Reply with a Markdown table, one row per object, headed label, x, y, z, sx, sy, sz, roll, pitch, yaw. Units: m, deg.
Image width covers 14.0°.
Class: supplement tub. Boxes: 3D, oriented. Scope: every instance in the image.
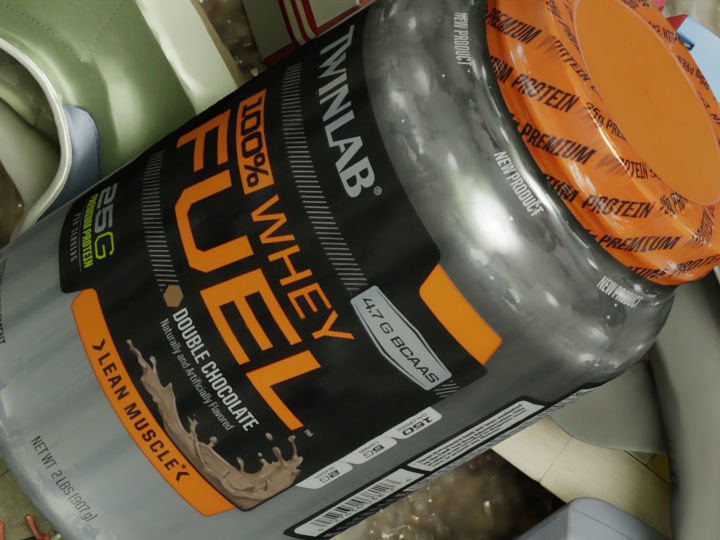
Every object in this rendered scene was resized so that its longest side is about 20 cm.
| label | x | y | z | sx | sy | sz | roll | pitch | yaw |
| --- | --- | --- | --- | --- | --- | --- | --- | --- | --- |
| supplement tub | 0.000 | 0.000 | 0.813 | 0.200 | 0.123 | 0.123 | -32 | 99 | 25 |

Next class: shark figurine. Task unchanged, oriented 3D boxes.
| label | x | y | z | sx | sy | sz | roll | pitch | yaw |
| --- | --- | --- | --- | --- | --- | --- | --- | --- | --- |
| shark figurine | 0.080 | -0.001 | 0.883 | 0.128 | 0.090 | 0.215 | -40 | 72 | -9 |

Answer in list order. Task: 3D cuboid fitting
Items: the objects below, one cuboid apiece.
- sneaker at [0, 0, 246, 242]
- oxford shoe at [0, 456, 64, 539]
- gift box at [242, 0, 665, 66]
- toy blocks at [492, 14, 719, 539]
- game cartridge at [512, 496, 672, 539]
| label | x | y | z | sx | sy | sz | roll | pitch | yaw |
| --- | --- | --- | --- | --- | --- | --- | --- | --- | --- |
| sneaker | -0.118 | -0.096 | 0.904 | 0.090 | 0.067 | 0.200 | -31 | 87 | -25 |
| oxford shoe | -0.102 | 0.062 | 0.911 | 0.200 | 0.070 | 0.075 | -42 | 77 | -14 |
| gift box | 0.052 | -0.161 | 0.906 | 0.200 | 0.185 | 0.187 | -16 | 92 | -7 |
| toy blocks | 0.088 | -0.003 | 0.968 | 0.137 | 0.100 | 0.200 | 37 | 90 | 2 |
| game cartridge | 0.096 | 0.167 | 0.947 | 0.133 | 0.041 | 0.200 | -34 | 110 | 26 |
